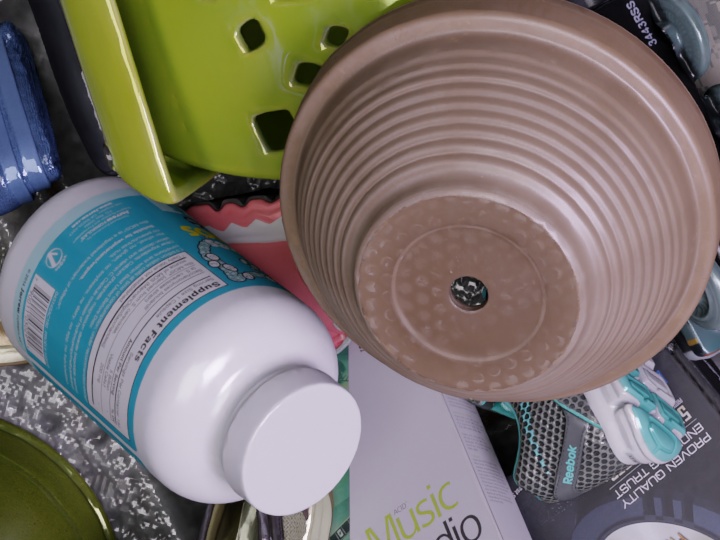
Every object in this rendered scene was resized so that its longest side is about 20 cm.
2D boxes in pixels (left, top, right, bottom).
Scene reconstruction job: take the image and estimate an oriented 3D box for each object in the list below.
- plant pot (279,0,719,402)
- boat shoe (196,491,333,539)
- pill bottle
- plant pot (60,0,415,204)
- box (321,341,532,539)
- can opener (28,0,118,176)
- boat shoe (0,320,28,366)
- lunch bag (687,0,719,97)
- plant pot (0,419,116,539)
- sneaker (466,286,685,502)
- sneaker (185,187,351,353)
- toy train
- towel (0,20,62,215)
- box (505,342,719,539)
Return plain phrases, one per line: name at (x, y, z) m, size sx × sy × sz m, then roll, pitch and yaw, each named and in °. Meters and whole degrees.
plant pot at (0.055, -0.014, 1.095) m, size 0.199 × 0.093 × 0.202 m, roll 6°, pitch 121°, yaw 10°
boat shoe at (-0.068, 0.189, 1.260) m, size 0.071 × 0.066 × 0.202 m, roll 7°, pitch 82°, yaw 43°
pill bottle at (-0.085, 0.041, 1.227) m, size 0.200 × 0.110 × 0.111 m, roll 36°, pitch 106°, yaw 42°
plant pot at (-0.041, -0.143, 1.225) m, size 0.180 × 0.200 × 0.200 m, roll -14°, pitch 101°, yaw 14°
box at (0.010, 0.134, 1.279) m, size 0.144 × 0.036 × 0.201 m, roll -37°, pitch 56°, yaw 23°
can opener at (-0.152, -0.145, 1.288) m, size 0.063 × 0.078 × 0.201 m, roll -30°, pitch 93°, yaw -35°
boat shoe at (-0.243, 0.005, 1.329) m, size 0.198 × 0.074 × 0.067 m, roll 8°, pitch 106°, yaw 4°
lunch bag at (0.215, -0.102, 1.235) m, size 0.167 × 0.139 × 0.201 m, roll -13°, pitch 101°, yaw 36°
plant pot at (-0.237, 0.193, 1.302) m, size 0.199 × 0.193 × 0.202 m, roll 1°, pitch 101°, yaw 5°
sneaker at (0.084, 0.030, 1.262) m, size 0.091 × 0.201 × 0.077 m, roll -36°, pitch 139°, yaw 19°
sneaker at (0.000, 0.000, 1.279) m, size 0.199 × 0.074 × 0.088 m, roll -1°, pitch 98°, yaw 38°
toy train at (0.142, -0.048, 1.194) m, size 0.085 × 0.114 × 0.201 m, roll -31°, pitch 91°, yaw -19°
towel at (-0.258, -0.055, 1.299) m, size 0.199 × 0.049 × 0.112 m, roll -18°, pitch 59°, yaw -2°
box at (0.143, 0.163, 1.292) m, size 0.200 × 0.086 × 0.164 m, roll -40°, pitch 75°, yaw 11°
